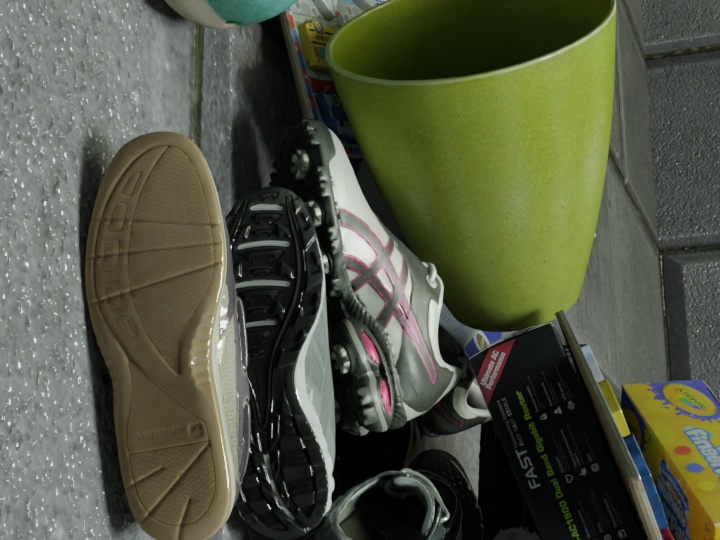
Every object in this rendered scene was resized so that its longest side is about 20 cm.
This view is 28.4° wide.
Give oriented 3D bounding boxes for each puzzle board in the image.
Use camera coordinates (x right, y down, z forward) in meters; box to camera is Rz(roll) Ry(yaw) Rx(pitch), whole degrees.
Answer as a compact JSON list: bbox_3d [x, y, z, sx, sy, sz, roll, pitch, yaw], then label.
[{"bbox_3d":[0.010,-0.154,1.027,0.199,0.017,0.152,-3,78,-58],"label":"puzzle board"},{"bbox_3d":[0.179,0.139,0.929,0.151,0.017,0.201,-105,172,-50],"label":"puzzle board"}]

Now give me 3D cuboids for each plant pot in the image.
[{"bbox_3d":[0.086,-0.069,0.942,0.188,0.185,0.202,-66,148,-57],"label":"plant pot"}]

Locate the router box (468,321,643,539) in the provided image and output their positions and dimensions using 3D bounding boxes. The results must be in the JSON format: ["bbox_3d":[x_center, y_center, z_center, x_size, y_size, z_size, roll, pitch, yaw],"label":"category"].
[{"bbox_3d":[0.140,0.142,0.954,0.150,0.062,0.202,41,27,-77],"label":"router box"}]

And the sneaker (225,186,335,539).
[{"bbox_3d":[-0.051,0.051,0.842,0.079,0.073,0.202,-42,130,-81],"label":"sneaker"}]

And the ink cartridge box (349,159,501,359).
[{"bbox_3d":[0.064,-0.038,1.098,0.200,0.040,0.200,47,28,-20],"label":"ink cartridge box"}]

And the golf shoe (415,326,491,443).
[{"bbox_3d":[0.044,0.050,1.087,0.201,0.087,0.078,65,28,-42],"label":"golf shoe"}]

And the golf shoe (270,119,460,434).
[{"bbox_3d":[0.000,0.000,0.901,0.087,0.077,0.202,-18,99,-28],"label":"golf shoe"}]

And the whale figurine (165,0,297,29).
[{"bbox_3d":[-0.071,-0.241,0.803,0.159,0.103,0.202,4,81,-71],"label":"whale figurine"}]

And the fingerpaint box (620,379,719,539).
[{"bbox_3d":[0.247,0.201,1.052,0.200,0.073,0.168,-109,-162,-65],"label":"fingerpaint box"}]

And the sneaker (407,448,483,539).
[{"bbox_3d":[0.066,0.230,1.144,0.080,0.073,0.202,-88,170,-69],"label":"sneaker"}]

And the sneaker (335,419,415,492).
[{"bbox_3d":[-0.001,0.072,0.965,0.083,0.071,0.202,-62,142,-57],"label":"sneaker"}]

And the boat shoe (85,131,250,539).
[{"bbox_3d":[-0.092,0.033,0.718,0.065,0.071,0.202,21,62,-83],"label":"boat shoe"}]

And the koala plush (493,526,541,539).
[{"bbox_3d":[0.080,0.281,0.985,0.183,0.177,0.200,37,15,-23],"label":"koala plush"}]

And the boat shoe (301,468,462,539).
[{"bbox_3d":[0.024,0.162,0.894,0.072,0.071,0.200,46,25,12],"label":"boat shoe"}]

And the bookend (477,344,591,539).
[{"bbox_3d":[0.158,0.191,1.112,0.200,0.091,0.201,-112,-159,-67],"label":"bookend"}]
